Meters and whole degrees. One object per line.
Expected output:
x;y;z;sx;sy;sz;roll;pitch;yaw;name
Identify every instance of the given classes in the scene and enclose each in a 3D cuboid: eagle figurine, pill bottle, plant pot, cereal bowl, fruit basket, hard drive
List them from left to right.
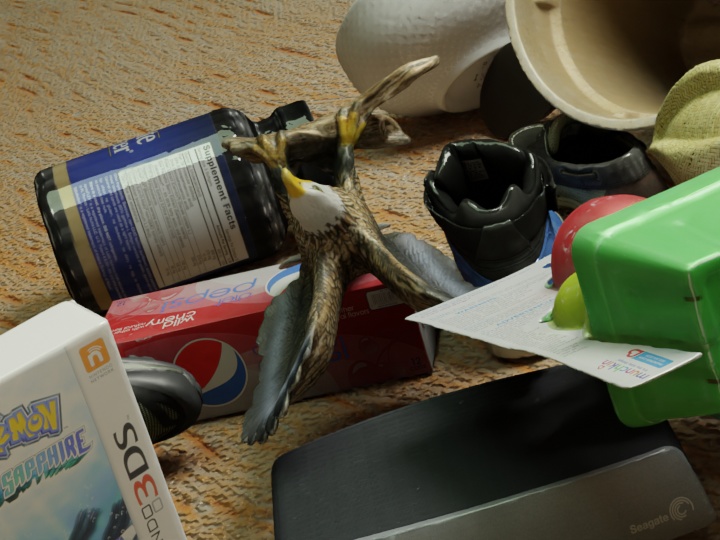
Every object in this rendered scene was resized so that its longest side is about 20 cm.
-0.120;-0.049;1.199;0.199;0.112;0.112;-19;22;-5;pill bottle
-0.005;-0.002;0.889;0.150;0.201;0.152;8;-42;-39;eagle figurine
0.084;-0.184;1.327;0.199;0.084;0.200;-25;-19;-9;cereal bowl
0.053;0.101;0.796;0.199;0.042;0.135;-17;23;3;hard drive
0.139;0.005;0.735;0.185;0.094;0.200;-23;8;-20;fruit basket
0.228;-0.176;1.112;0.200;0.202;0.183;2;-4;40;plant pot

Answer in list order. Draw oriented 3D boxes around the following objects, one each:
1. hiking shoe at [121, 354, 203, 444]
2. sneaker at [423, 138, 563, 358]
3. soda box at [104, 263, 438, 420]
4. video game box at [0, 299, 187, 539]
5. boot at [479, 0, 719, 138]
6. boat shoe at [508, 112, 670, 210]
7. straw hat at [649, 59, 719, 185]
-0.171;0.118;0.919;0.199;0.076;0.101;-20;55;-16;hiking shoe
0.084;-0.038;1.024;0.076;0.112;0.200;-14;22;9;sneaker
-0.056;0.038;1.015;0.199;0.064;0.070;-12;23;11;soda box
-0.167;0.138;0.711;0.200;0.183;0.047;-31;26;-28;video game box
0.209;-0.170;1.296;0.199;0.064;0.186;-13;-19;-38;boot
0.149;-0.076;1.123;0.071;0.066;0.201;-22;23;-9;boat shoe
0.202;-0.068;0.890;0.085;0.202;0.201;20;12;-21;straw hat
